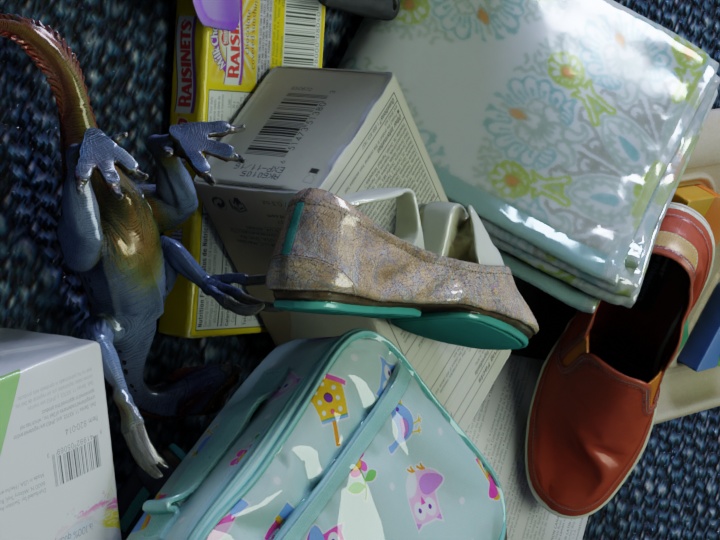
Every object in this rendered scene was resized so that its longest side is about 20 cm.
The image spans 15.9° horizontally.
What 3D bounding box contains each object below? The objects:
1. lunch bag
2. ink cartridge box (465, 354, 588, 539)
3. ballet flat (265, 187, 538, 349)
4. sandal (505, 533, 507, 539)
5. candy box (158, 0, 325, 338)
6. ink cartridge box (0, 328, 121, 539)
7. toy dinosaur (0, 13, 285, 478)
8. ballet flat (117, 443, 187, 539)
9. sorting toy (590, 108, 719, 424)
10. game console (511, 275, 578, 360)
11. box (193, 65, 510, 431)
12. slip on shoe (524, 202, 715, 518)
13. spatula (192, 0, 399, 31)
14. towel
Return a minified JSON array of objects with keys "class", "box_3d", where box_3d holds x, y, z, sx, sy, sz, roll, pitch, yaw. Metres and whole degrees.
[{"class":"lunch bag","box_3d":[-0.024,0.134,1.223,0.161,0.077,0.200,55,51,-26]},{"class":"ink cartridge box","box_3d":[0.057,0.115,1.506,0.200,0.050,0.162,28,72,-37]},{"class":"ballet flat","box_3d":[0.029,-0.004,1.243,0.200,0.068,0.068,14,77,-57]},{"class":"sandal","box_3d":[0.049,0.204,1.445,0.081,0.055,0.201,-10,122,-25]},{"class":"candy box","box_3d":[-0.059,-0.067,1.321,0.102,0.026,0.201,0,95,-53]},{"class":"ink cartridge box","box_3d":[-0.168,0.139,1.169,0.117,0.067,0.201,-21,111,-50]},{"class":"toy dinosaur","box_3d":[-0.102,-0.006,1.230,0.105,0.200,0.182,-22,155,-26]},{"class":"ballet flat","box_3d":[-0.070,0.150,1.316,0.200,0.073,0.073,44,60,-54]},{"class":"sorting toy","box_3d":[0.206,0.001,1.550,0.185,0.036,0.201,-10,120,-49]},{"class":"game console","box_3d":[0.119,-0.044,1.544,0.200,0.116,0.177,11,105,-53]},{"class":"box","box_3d":[0.000,0.000,1.326,0.095,0.077,0.200,-56,138,-35]},{"class":"slip on shoe","box_3d":[0.143,0.056,1.465,0.061,0.074,0.201,-53,167,-66]},{"class":"spatula","box_3d":[-0.033,-0.144,1.307,0.200,0.020,0.057,2,87,-56]},{"class":"towel","box_3d":[0.087,-0.086,1.409,0.172,0.199,0.048,-63,-178,-30]}]
